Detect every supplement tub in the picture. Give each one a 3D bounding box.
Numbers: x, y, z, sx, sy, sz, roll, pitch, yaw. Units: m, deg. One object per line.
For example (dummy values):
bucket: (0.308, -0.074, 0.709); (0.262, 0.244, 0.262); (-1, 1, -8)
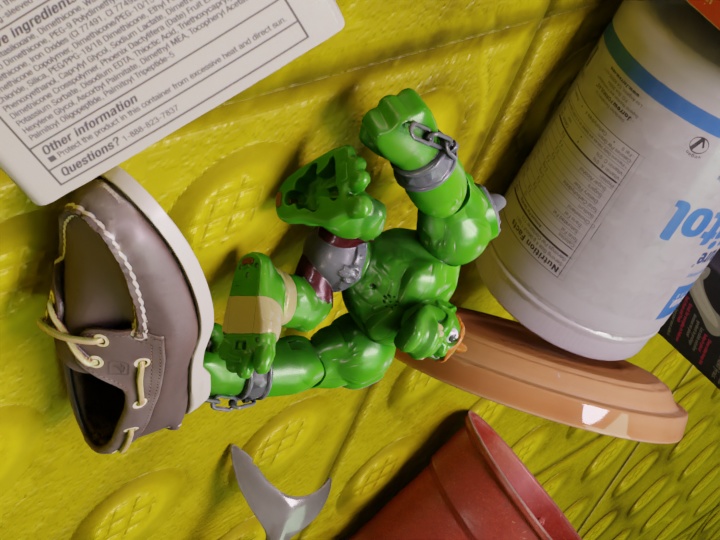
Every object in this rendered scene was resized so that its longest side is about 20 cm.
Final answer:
supplement tub: (0.171, -0.058, 0.862); (0.132, 0.132, 0.200); (-15, 142, -48)

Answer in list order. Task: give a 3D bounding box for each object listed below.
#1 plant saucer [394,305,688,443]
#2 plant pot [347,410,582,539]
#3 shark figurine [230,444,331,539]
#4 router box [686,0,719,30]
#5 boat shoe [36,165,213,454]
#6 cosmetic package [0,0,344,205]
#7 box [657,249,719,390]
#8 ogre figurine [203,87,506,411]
plant saucer: (0.109, 0.059, 0.884); (0.200, 0.200, 0.032); (6, 101, -60)
plant pot: (0.074, 0.253, 1.151); (0.195, 0.201, 0.201); (-38, 156, 6)
shark figurine: (-0.089, 0.211, 0.954); (0.215, 0.089, 0.128); (106, 3, -60)
router box: (0.274, -0.124, 0.791); (0.200, 0.180, 0.049); (15, 120, -39)
boat shoe: (-0.109, 0.025, 0.630); (0.060, 0.072, 0.200); (-38, 161, -21)
cosmetic package: (-0.094, -0.118, 0.331); (0.105, 0.071, 0.200); (-29, 137, 4)
box: (0.272, -0.002, 1.022); (0.106, 0.200, 0.122); (-34, 154, -21)
ogre figurine: (0.000, 0.000, 0.740); (0.120, 0.098, 0.200); (14, 104, -42)
